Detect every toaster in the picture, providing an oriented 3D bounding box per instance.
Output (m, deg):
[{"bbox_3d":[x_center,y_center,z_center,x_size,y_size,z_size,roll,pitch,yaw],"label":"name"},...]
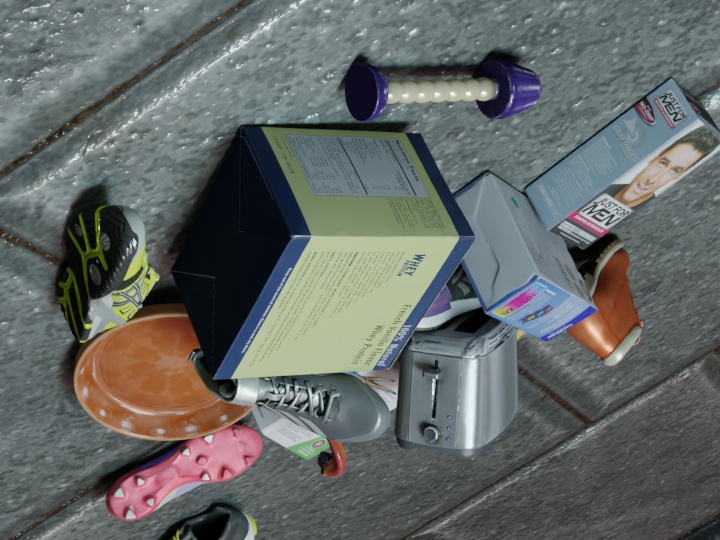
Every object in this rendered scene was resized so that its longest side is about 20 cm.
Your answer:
[{"bbox_3d":[0.111,0.113,1.761,0.112,0.131,0.200,8,-163,23],"label":"toaster"}]

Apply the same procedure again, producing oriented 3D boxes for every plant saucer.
[{"bbox_3d":[-0.193,0.101,1.653,0.198,0.033,0.201,-6,138,-5],"label":"plant saucer"}]

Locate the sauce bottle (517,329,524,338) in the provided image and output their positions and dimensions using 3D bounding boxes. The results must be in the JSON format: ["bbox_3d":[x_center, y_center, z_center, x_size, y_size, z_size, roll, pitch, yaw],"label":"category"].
[{"bbox_3d":[0.159,0.071,1.959,0.066,0.066,0.200,-4,147,-39],"label":"sauce bottle"}]

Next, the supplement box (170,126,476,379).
[{"bbox_3d":[-0.038,-0.015,1.500,0.198,0.135,0.201,-1,140,-33],"label":"supplement box"}]

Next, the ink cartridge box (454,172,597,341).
[{"bbox_3d":[0.178,-0.007,1.748,0.076,0.137,0.199,-33,154,20],"label":"ink cartridge box"}]

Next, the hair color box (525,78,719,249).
[{"bbox_3d":[0.288,-0.112,1.749,0.199,0.061,0.099,-38,152,19],"label":"hair color box"}]

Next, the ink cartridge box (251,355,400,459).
[{"bbox_3d":[-0.020,0.121,1.854,0.199,0.084,0.145,-31,154,8],"label":"ink cartridge box"}]

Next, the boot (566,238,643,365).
[{"bbox_3d":[0.293,0.039,1.913,0.075,0.107,0.200,-45,-177,35],"label":"boot"}]

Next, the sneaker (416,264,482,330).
[{"bbox_3d":[0.099,-0.001,1.759,0.075,0.089,0.200,8,-163,28],"label":"sneaker"}]

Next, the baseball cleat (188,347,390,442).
[{"bbox_3d":[-0.073,0.121,1.547,0.106,0.198,0.070,-20,126,-69],"label":"baseball cleat"}]

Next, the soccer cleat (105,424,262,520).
[{"bbox_3d":[-0.212,0.237,1.929,0.199,0.067,0.076,-27,-174,-14],"label":"soccer cleat"}]

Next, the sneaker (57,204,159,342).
[{"bbox_3d":[-0.221,-0.007,1.460,0.076,0.076,0.200,-21,165,-28],"label":"sneaker"}]

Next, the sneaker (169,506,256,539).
[{"bbox_3d":[-0.236,0.370,2.138,0.199,0.075,0.085,-35,149,-5],"label":"sneaker"}]

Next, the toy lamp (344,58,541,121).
[{"bbox_3d":[0.080,-0.162,1.466,0.198,0.059,0.058,-8,148,-34],"label":"toy lamp"}]

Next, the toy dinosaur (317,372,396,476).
[{"bbox_3d":[-0.067,0.126,1.699,0.199,0.183,0.105,10,147,-40],"label":"toy dinosaur"}]
